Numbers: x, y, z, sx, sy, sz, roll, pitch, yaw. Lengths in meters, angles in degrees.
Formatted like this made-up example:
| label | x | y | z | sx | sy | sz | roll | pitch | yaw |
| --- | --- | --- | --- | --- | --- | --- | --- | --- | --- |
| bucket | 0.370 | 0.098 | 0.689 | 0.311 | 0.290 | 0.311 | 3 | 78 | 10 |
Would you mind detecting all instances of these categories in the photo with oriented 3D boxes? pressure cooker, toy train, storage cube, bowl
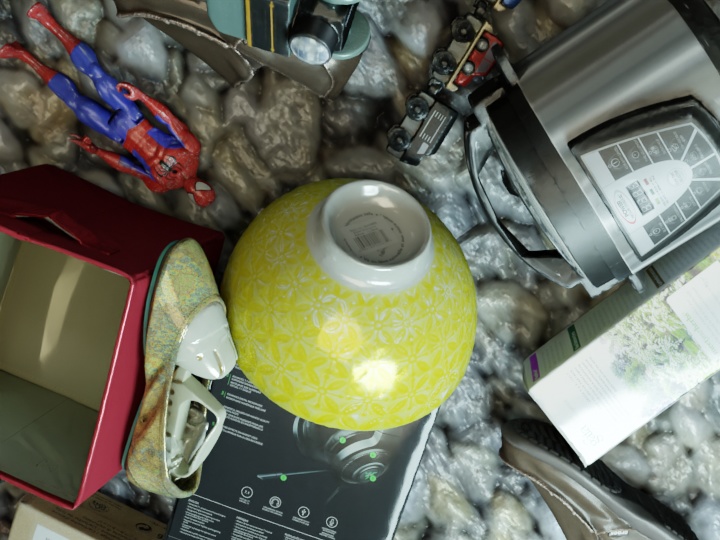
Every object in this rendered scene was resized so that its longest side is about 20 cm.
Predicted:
| label | x | y | z | sx | sy | sz | roll | pitch | yaw |
| --- | --- | --- | --- | --- | --- | --- | --- | --- | --- |
| pressure cooker | 0.177 | -0.086 | 0.817 | 0.198 | 0.178 | 0.178 | -31 | 66 | 12 |
| toy train | 0.084 | -0.167 | 0.874 | 0.045 | 0.034 | 0.202 | 29 | 105 | -7 |
| toy train | -0.031 | -0.235 | 0.802 | 0.112 | 0.086 | 0.203 | 16 | 64 | 3 |
| storage cube | -0.227 | 0.040 | 0.865 | 0.169 | 0.180 | 0.203 | 20 | 106 | 9 |
| bowl | 0.000 | 0.000 | 0.826 | 0.197 | 0.202 | 0.108 | 18 | 141 | 0 |

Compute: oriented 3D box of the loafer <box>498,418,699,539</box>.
| label | x | y | z | sx | sy | sz | roll | pitch | yaw |
| --- | --- | --- | --- | --- | --- | --- | --- | --- | --- |
| loafer | 0.186 | 0.197 | 0.938 | 0.199 | 0.073 | 0.071 | 36 | 103 | -5 |

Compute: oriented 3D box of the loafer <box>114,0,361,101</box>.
| label | x | y | z | sx | sy | sz | roll | pitch | yaw |
| --- | --- | --- | --- | --- | --- | --- | --- | --- | --- |
| loafer | -0.095 | -0.172 | 0.858 | 0.197 | 0.073 | 0.072 | 15 | 105 | 1 |

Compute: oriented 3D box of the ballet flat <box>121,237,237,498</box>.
| label | x | y | z | sx | sy | sz | roll | pitch | yaw |
| --- | --- | --- | --- | --- | --- | --- | --- | --- | --- |
| ballet flat | -0.121 | 0.075 | 0.813 | 0.070 | 0.071 | 0.203 | 15 | 114 | 1 |

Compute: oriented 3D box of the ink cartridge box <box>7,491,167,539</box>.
| label | x | y | z | sx | sy | sz | roll | pitch | yaw |
| --- | --- | --- | --- | --- | --- | --- | --- | --- | --- |
| ink cartridge box | -0.213 | 0.293 | 0.983 | 0.197 | 0.075 | 0.167 | 23 | 105 | 7 |

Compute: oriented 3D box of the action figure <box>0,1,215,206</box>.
| label | x | y | z | sx | sy | sz | roll | pitch | yaw |
| --- | --- | --- | --- | --- | --- | --- | --- | --- | --- |
| action figure | -0.191 | -0.120 | 0.903 | 0.199 | 0.052 | 0.066 | 41 | 100 | -8 |

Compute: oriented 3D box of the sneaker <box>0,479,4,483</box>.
| label | x | y | z | sx | sy | sz | roll | pitch | yaw |
| --- | --- | --- | --- | --- | --- | --- | --- | --- | --- |
| sneaker | -0.313 | 0.157 | 0.944 | 0.197 | 0.121 | 0.085 | -18 | 102 | 9 |

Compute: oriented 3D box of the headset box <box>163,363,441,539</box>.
| label | x | y | z | sx | sy | sz | roll | pitch | yaw |
| --- | --- | --- | --- | --- | --- | --- | --- | --- | --- |
| headset box | -0.040 | 0.133 | 0.903 | 0.171 | 0.093 | 0.203 | 17 | 105 | 0 |

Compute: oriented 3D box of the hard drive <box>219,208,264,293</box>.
| label | x | y | z | sx | sy | sz | roll | pitch | yaw |
| --- | --- | --- | --- | --- | --- | --- | --- | --- | --- |
| hard drive | -0.067 | 0.069 | 0.951 | 0.130 | 0.027 | 0.202 | 27 | 104 | -3 |

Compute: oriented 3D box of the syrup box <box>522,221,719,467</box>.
| label | x | y | z | sx | sy | sz | roll | pitch | yaw |
| --- | --- | --- | --- | --- | --- | --- | --- | --- | --- |
| syrup box | 0.226 | 0.053 | 0.894 | 0.199 | 0.082 | 0.079 | -39 | 97 | 13 |
